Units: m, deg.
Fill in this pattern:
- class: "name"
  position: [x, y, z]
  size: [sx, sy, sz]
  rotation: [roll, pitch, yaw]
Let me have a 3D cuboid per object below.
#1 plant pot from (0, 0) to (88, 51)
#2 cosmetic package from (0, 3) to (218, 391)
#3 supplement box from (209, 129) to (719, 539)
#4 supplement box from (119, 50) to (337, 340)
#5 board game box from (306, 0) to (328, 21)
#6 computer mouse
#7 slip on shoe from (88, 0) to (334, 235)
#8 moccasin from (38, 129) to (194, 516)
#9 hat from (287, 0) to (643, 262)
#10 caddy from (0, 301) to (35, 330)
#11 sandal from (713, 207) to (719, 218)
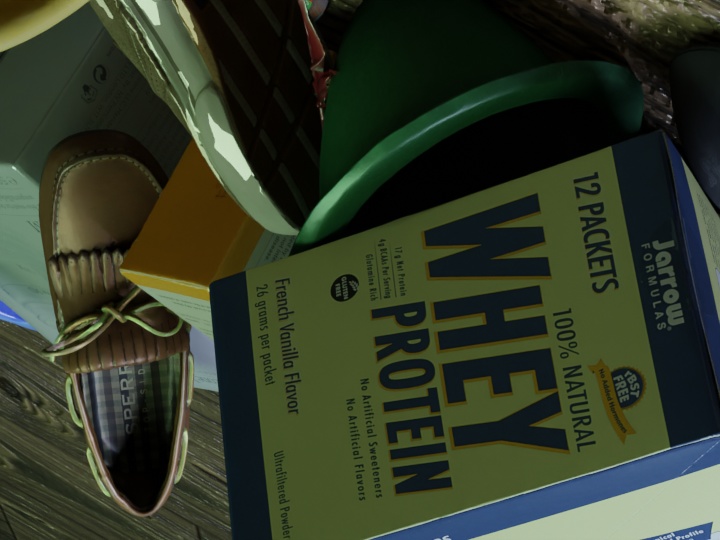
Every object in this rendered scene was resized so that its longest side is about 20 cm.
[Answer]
- class: "plant pot"
  position: [-0.174, -0.205, 0.913]
  size: [0.189, 0.201, 0.201]
  rotation: [39, 166, 26]
- class: "cosmetic package"
  position: [-0.131, -0.042, 1.338]
  size: [0.200, 0.123, 0.199]
  rotation: [42, 159, -31]
- class: "supplement box"
  position: [0.073, 0.075, 1.039]
  size: [0.199, 0.135, 0.200]
  rotation: [-19, 146, 16]
- class: "supplement box"
  position: [0.000, 0.000, 1.199]
  size: [0.073, 0.126, 0.200]
  rotation: [10, 157, 49]
- class: "board game box"
  position: [-0.108, -0.155, 1.138]
  size: [0.200, 0.039, 0.158]
  rotation: [35, 161, -12]
- class: "computer mouse"
  position: [0.206, -0.014, 0.992]
  size: [0.200, 0.046, 0.140]
  rotation: [41, 161, -24]
- class: "slip on shoe"
  position: [-0.073, -0.102, 1.078]
  size: [0.060, 0.076, 0.200]
  rotation: [-6, 125, 44]
- class: "moccasin"
  position: [-0.113, 0.026, 1.204]
  size: [0.073, 0.078, 0.202]
  rotation: [-3, 124, -9]
- class: "hat"
  position: [0.008, -0.101, 1.080]
  size: [0.176, 0.165, 0.200]
  rotation: [60, 154, 24]
- class: "caddy"
  position: [-0.245, -0.039, 1.544]
  size: [0.200, 0.105, 0.141]
  rotation: [42, 160, -27]
- class: "sandal"
  position: [0.124, 0.013, 1.137]
  size: [0.081, 0.055, 0.200]
  rotation: [13, 162, -15]
